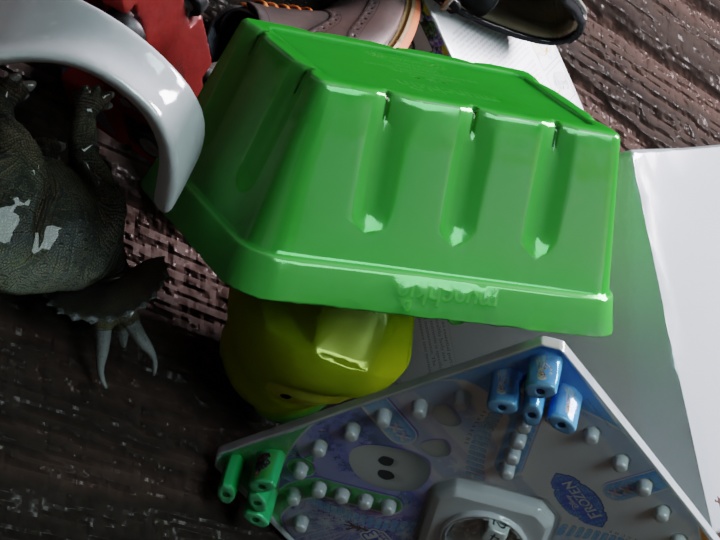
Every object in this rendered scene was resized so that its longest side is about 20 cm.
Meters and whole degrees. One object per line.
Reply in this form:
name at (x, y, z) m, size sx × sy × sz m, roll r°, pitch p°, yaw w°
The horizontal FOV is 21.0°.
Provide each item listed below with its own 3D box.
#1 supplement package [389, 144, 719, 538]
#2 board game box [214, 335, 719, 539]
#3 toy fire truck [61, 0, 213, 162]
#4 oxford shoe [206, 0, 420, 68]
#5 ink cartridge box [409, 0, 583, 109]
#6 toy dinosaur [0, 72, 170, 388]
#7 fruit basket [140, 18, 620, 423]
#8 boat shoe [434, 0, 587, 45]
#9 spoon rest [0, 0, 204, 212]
supplement package at (0.116, 0.047, 1.041) m, size 0.146 × 0.199 × 0.193 m, roll -8°, pitch 85°, yaw -52°
board game box at (0.059, 0.131, 0.936) m, size 0.200 × 0.199 × 0.026 m, roll 49°, pitch 36°, yaw -30°
toy fire truck at (-0.137, -0.137, 0.858) m, size 0.049 × 0.140 × 0.200 m, roll -53°, pitch 161°, yaw -21°
oxford shoe at (-0.032, -0.118, 1.014) m, size 0.073 × 0.071 × 0.200 m, roll 58°, pitch 41°, yaw -14°
ink cartridge box at (0.058, -0.147, 1.152) m, size 0.109 × 0.050 × 0.201 m, roll -44°, pitch 114°, yaw -47°
toy dinosaur at (-0.147, -0.027, 0.831) m, size 0.199 × 0.077 × 0.103 m, roll 22°, pitch 48°, yaw -51°
fruit basket at (0.000, 0.000, 0.896) m, size 0.214 × 0.155 × 0.218 m, roll -12°, pitch 118°, yaw -22°
boat shoe at (0.064, -0.169, 1.074) m, size 0.199 × 0.073 × 0.061 m, roll 11°, pitch 67°, yaw -56°
spoon rest at (-0.154, -0.096, 0.796) m, size 0.199 × 0.061 × 0.100 m, roll 25°, pitch 49°, yaw -5°
